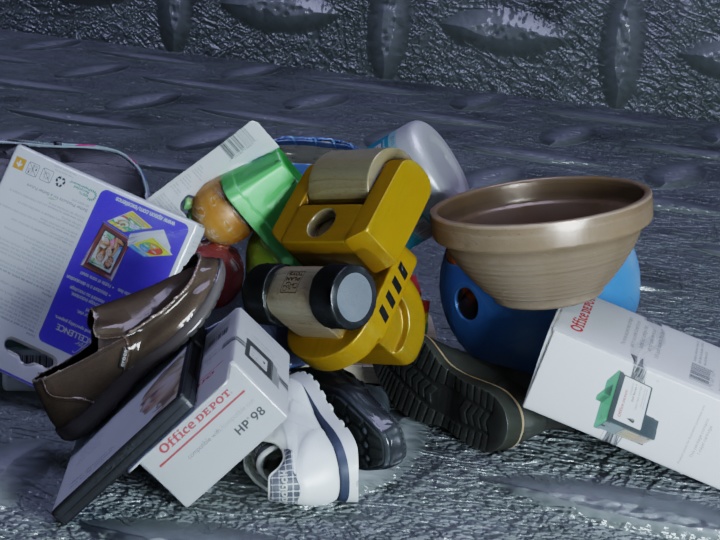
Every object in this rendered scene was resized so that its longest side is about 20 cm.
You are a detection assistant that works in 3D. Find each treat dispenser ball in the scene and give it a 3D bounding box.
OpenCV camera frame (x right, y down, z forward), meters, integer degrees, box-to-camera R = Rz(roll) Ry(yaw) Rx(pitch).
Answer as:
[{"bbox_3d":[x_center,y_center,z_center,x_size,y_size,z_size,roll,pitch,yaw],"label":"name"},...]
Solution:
[{"bbox_3d":[0.180,0.013,1.758,0.201,0.201,0.201,4,15,-1],"label":"treat dispenser ball"}]

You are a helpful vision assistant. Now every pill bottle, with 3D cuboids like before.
[{"bbox_3d":[0.003,-0.059,1.762,0.200,0.111,0.111,-29,5,18],"label":"pill bottle"}]

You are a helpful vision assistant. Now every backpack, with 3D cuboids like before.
[{"bbox_3d":[-0.303,-0.035,1.738,0.200,0.178,0.151,-2,-30,1],"label":"backpack"}]

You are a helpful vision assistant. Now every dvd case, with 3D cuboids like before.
[{"bbox_3d":[-0.184,0.119,1.424,0.018,0.143,0.200,45,9,-12],"label":"dvd case"}]

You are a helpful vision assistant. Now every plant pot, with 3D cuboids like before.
[{"bbox_3d":[0.167,-0.021,1.589,0.200,0.093,0.201,-7,13,2],"label":"plant pot"}]

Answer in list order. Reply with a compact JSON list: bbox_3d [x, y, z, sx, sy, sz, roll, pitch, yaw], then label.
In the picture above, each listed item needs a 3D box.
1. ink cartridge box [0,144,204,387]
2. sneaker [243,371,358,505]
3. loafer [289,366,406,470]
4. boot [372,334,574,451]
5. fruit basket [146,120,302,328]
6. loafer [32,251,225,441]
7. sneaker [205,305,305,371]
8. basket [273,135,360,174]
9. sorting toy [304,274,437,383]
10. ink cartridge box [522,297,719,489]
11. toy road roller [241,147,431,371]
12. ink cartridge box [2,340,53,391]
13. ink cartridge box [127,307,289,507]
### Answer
[{"bbox_3d":[-0.270,0.012,1.613,0.198,0.200,0.043,24,-3,13],"label":"ink cartridge box"},{"bbox_3d":[-0.065,0.140,1.473,0.080,0.077,0.200,-10,17,-16],"label":"sneaker"},{"bbox_3d":[-0.004,0.124,1.545,0.070,0.068,0.201,-11,16,-22],"label":"loafer"},{"bbox_3d":[0.117,0.109,1.654,0.138,0.078,0.200,-3,29,-40],"label":"boot"},{"bbox_3d":[-0.125,-0.023,1.679,0.200,0.185,0.094,-35,25,13],"label":"fruit basket"},{"bbox_3d":[-0.194,0.052,1.462,0.200,0.071,0.073,-46,13,-12],"label":"loafer"},{"bbox_3d":[-0.119,0.079,1.624,0.200,0.074,0.082,-17,-13,-30],"label":"sneaker"},{"bbox_3d":[-0.061,-0.102,2.209,0.176,0.139,0.200,2,-16,-9],"label":"basket"},{"bbox_3d":[-0.017,0.052,1.814,0.200,0.070,0.199,4,15,-4],"label":"sorting toy"},{"bbox_3d":[0.257,0.103,1.573,0.200,0.084,0.146,22,18,8],"label":"ink cartridge box"},{"bbox_3d":[0.000,0.000,1.589,0.123,0.200,0.146,1,-33,44],"label":"toy road roller"},{"bbox_3d":[-0.272,0.068,1.727,0.161,0.050,0.200,1,17,-12],"label":"ink cartridge box"},{"bbox_3d":[-0.121,0.116,1.434,0.067,0.116,0.200,46,10,-12],"label":"ink cartridge box"}]
